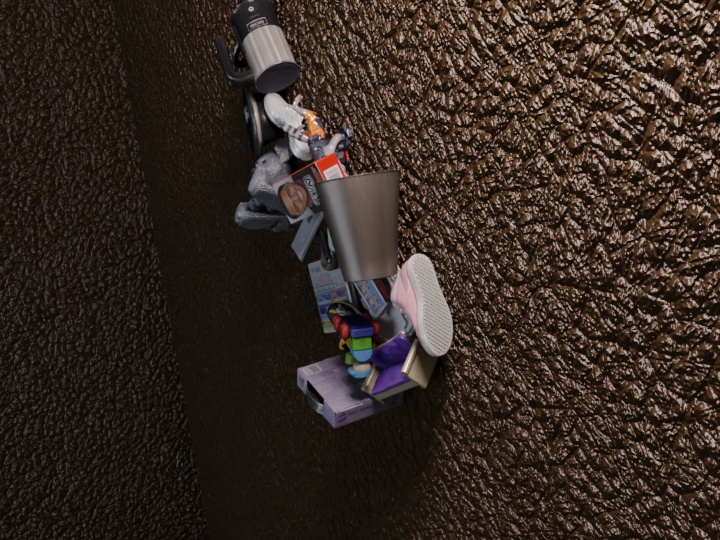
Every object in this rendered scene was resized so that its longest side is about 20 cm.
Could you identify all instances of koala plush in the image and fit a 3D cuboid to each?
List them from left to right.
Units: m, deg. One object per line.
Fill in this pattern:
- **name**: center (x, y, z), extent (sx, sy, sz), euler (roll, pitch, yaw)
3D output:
- **koala plush**: center (-0.219, -0.222, 1.977), extent (0.178, 0.180, 0.204), euler (127, 145, -46)

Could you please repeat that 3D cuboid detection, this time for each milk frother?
- **milk frother**: center (-0.242, -0.521, 1.899), extent (0.192, 0.178, 0.200), euler (68, -166, 15)

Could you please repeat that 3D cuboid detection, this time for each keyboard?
- **keyboard**: center (-0.113, -0.116, 1.791), extent (0.057, 0.010, 0.202), euler (58, 133, 38)

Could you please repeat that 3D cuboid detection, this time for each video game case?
- **video game case**: center (-0.064, 0.059, 1.925), extent (0.199, 0.022, 0.187), euler (-15, 89, 62)

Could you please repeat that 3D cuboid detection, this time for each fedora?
- **fedora**: center (-0.243, -0.386, 1.955), extent (0.200, 0.089, 0.206), euler (169, 90, -79)

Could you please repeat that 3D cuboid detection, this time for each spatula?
- **spatula**: center (-0.103, -0.099, 1.801), extent (0.057, 0.020, 0.203), euler (-48, 56, 38)

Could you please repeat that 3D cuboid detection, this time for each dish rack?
- **dish rack**: center (0.064, 0.082, 1.668), extent (0.202, 0.043, 0.173), euler (60, 148, 27)

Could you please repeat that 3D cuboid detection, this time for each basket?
- **basket**: center (0.005, -0.086, 1.544), extent (0.136, 0.176, 0.205), euler (-73, -25, -86)

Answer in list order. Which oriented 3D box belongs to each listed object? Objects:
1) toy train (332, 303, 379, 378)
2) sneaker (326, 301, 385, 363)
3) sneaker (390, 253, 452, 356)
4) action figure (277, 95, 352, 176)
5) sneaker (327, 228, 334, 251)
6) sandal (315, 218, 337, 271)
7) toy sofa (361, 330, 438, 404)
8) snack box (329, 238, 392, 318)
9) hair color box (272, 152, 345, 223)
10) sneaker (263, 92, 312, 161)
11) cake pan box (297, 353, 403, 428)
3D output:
- **toy train**: center (-0.018, 0.152, 1.698), extent (0.200, 0.082, 0.119), euler (-144, 50, -72)
- **sneaker**: center (-0.027, 0.144, 1.788), extent (0.199, 0.089, 0.071), euler (39, 130, 33)
- **sneaker**: center (0.117, 0.080, 1.528), extent (0.104, 0.074, 0.205), euler (-38, 61, 56)
- **action figure**: center (-0.097, -0.264, 1.736), extent (0.195, 0.103, 0.201), euler (52, 150, 20)
- **sneaker**: center (-0.024, -0.092, 1.716), extent (0.200, 0.072, 0.122), euler (-174, 78, -71)
- **sandal**: center (-0.089, -0.101, 1.844), extent (0.080, 0.053, 0.206), euler (6, 97, 62)
- **toy sofa**: center (0.069, 0.207, 1.622), extent (0.097, 0.084, 0.199), euler (34, 150, -12)
- **snack box**: center (0.000, 0.000, 1.647), extent (0.202, 0.024, 0.072), euler (59, 148, 14)
- **hair color box**: center (-0.106, -0.176, 1.687), extent (0.199, 0.061, 0.103), euler (-16, 102, 57)
- **sneaker**: center (-0.160, -0.365, 1.863), extent (0.202, 0.070, 0.081), euler (54, 134, 15)
- **cake pan box**: center (-0.027, 0.264, 1.760), extent (0.183, 0.196, 0.054), euler (35, 131, 47)
